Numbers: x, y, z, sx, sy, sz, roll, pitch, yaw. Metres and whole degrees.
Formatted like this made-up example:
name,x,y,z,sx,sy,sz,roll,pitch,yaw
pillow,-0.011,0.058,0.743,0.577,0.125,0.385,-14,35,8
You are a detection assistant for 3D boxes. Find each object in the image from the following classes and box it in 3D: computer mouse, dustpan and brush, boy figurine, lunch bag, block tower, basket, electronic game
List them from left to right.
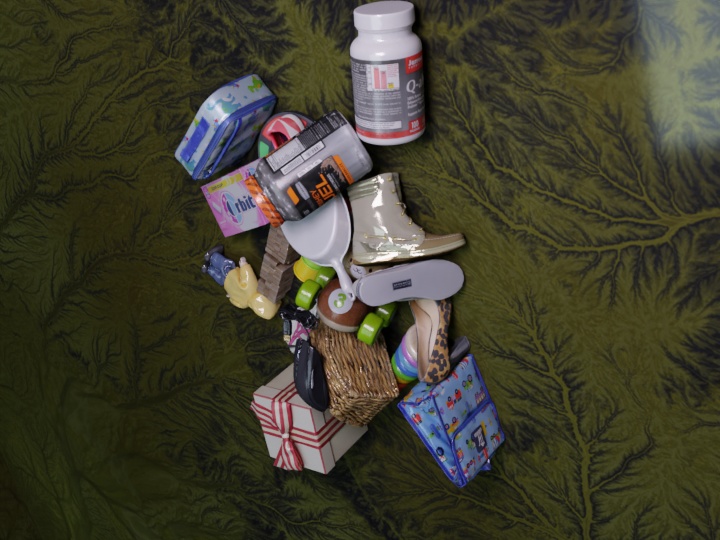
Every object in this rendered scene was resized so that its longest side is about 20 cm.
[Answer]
name,x,y,z,sx,sy,sz,roll,pitch,yaw
lunch bag,-0.253,-0.262,1.579,0.083,0.160,0.200,48,135,5
boy figurine,-0.253,0.026,1.823,0.199,0.064,0.125,36,133,17
block tower,-0.160,-0.030,1.719,0.058,0.054,0.201,35,132,17
computer mouse,-0.116,0.161,1.566,0.140,0.046,0.203,25,126,56
electronic game,-0.114,-0.199,1.587,0.198,0.042,0.202,21,127,30
dustpan and brush,-0.057,-0.038,1.502,0.139,0.057,0.202,-32,67,30
basket,-0.036,0.188,1.633,0.149,0.141,0.202,-48,49,45
lunch bag,0.181,0.283,1.555,0.093,0.150,0.202,-21,101,44

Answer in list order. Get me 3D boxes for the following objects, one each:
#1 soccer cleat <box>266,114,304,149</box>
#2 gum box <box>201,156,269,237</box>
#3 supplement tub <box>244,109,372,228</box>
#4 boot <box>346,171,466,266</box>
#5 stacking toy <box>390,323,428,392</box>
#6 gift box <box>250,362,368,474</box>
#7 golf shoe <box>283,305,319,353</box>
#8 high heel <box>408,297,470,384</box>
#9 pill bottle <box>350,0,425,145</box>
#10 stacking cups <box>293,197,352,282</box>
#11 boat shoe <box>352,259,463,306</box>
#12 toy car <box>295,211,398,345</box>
name,x,y,z,sx,sy,sz,roll,pitch,yaw
soccer cleat,-0.106,-0.177,1.519,0.068,0.073,0.202,-16,106,35
gum box,-0.232,-0.141,1.678,0.199,0.066,0.115,-11,108,56
supplement tub,-0.089,-0.167,1.427,0.123,0.199,0.123,55,180,-1
boot,0.077,-0.093,1.462,0.197,0.072,0.157,-7,85,9
stacking toy,0.089,0.181,1.633,0.085,0.085,0.200,46,142,8
gift box,-0.118,0.311,1.795,0.198,0.186,0.187,0,115,38
golf shoe,-0.111,0.106,1.747,0.092,0.072,0.201,39,134,16
high heel,0.107,0.096,1.509,0.071,0.142,0.201,-32,94,45
pill bottle,0.042,-0.310,1.337,0.115,0.116,0.203,15,124,32
stacking cups,-0.063,-0.055,1.622,0.061,0.060,0.200,45,133,9
boat shoe,0.081,0.022,1.479,0.066,0.197,0.073,-160,58,-69
toy car,0.000,0.000,1.550,0.163,0.158,0.202,27,118,11
